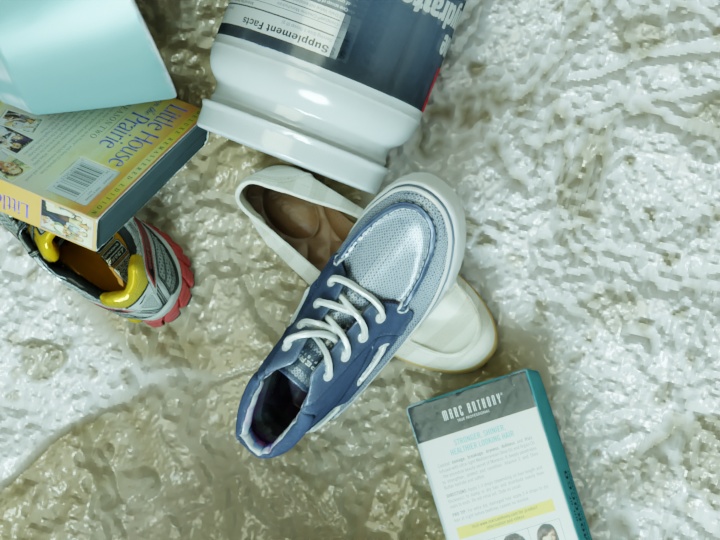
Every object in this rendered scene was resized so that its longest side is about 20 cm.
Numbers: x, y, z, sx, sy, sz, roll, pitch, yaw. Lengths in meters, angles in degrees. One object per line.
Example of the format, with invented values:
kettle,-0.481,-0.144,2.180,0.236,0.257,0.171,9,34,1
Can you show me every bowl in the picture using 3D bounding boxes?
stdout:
bowl,-0.205,-0.178,1.311,0.105,0.201,0.201,-26,79,-3

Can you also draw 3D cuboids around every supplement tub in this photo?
supplement tub,-0.010,-0.162,1.298,0.140,0.140,0.200,22,92,16

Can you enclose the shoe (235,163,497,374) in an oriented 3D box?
shoe,0.000,0.000,1.328,0.200,0.053,0.070,36,95,15

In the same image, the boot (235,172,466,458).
boot,-0.007,0.033,1.265,0.073,0.090,0.200,35,125,10

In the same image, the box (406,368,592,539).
box,0.099,0.168,1.290,0.082,0.049,0.200,-18,81,13

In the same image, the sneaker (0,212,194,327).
sneaker,-0.198,-0.042,1.370,0.200,0.082,0.078,37,96,16

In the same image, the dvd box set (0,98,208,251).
dvd box set,-0.220,-0.094,1.357,0.200,0.146,0.029,22,131,15
